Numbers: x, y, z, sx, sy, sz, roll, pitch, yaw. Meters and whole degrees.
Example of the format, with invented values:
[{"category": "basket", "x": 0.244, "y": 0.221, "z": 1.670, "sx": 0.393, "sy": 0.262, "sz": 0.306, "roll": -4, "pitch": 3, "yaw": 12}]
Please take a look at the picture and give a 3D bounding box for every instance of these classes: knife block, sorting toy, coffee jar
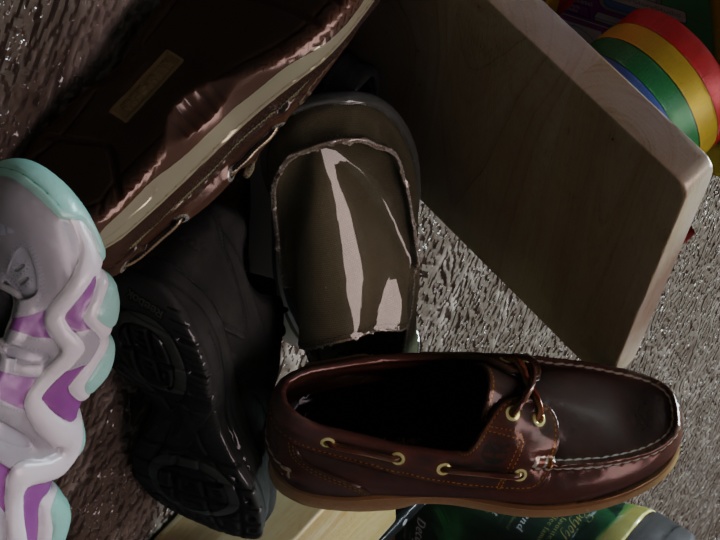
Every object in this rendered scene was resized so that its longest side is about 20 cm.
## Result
[{"category": "knife block", "x": -0.025, "y": 0.108, "z": 1.206, "sx": 0.200, "sy": 0.064, "sz": 0.177, "roll": 19, "pitch": 93, "yaw": -63}, {"category": "sorting toy", "x": 0.084, "y": -0.076, "z": 1.045, "sx": 0.069, "sy": 0.199, "sz": 0.200, "roll": -38, "pitch": 162, "yaw": -20}, {"category": "coffee jar", "x": 0.101, "y": 0.164, "z": 1.333, "sx": 0.085, "sy": 0.199, "sz": 0.105, "roll": -45, "pitch": 146, "yaw": -37}]

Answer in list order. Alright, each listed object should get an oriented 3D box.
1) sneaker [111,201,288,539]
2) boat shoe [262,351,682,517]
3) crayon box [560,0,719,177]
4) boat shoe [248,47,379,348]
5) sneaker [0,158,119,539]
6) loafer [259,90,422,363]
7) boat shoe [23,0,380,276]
[{"category": "sneaker", "x": -0.065, "y": 0.051, "z": 1.080, "sx": 0.091, "sy": 0.075, "sz": 0.201, "roll": -56, "pitch": 155, "yaw": -35}, {"category": "boat shoe", "x": 0.055, "y": 0.071, "z": 1.046, "sx": 0.071, "sy": 0.198, "sz": 0.071, "roll": 95, "pitch": -12, "yaw": -51}, {"category": "crayon box", "x": 0.118, "y": -0.141, "z": 1.121, "sx": 0.058, "sy": 0.199, "sz": 0.173, "roll": -55, "pitch": 152, "yaw": -26}, {"category": "boat shoe", "x": -0.017, "y": -0.030, "z": 1.118, "sx": 0.069, "sy": 0.056, "sz": 0.201, "roll": -47, "pitch": 148, "yaw": -34}, {"category": "sneaker", "x": -0.167, "y": 0.063, "z": 0.887, "sx": 0.140, "sy": 0.077, "sz": 0.201, "roll": -31, "pitch": 136, "yaw": -51}, {"category": "loafer", "x": 0.000, "y": 0.000, "z": 1.061, "sx": 0.201, "sy": 0.075, "sz": 0.070, "roll": 77, "pitch": 2, "yaw": -47}, {"category": "boat shoe", "x": -0.064, "y": -0.075, "z": 0.977, "sx": 0.202, "sy": 0.075, "sz": 0.075, "roll": -41, "pitch": 152, "yaw": -14}]
